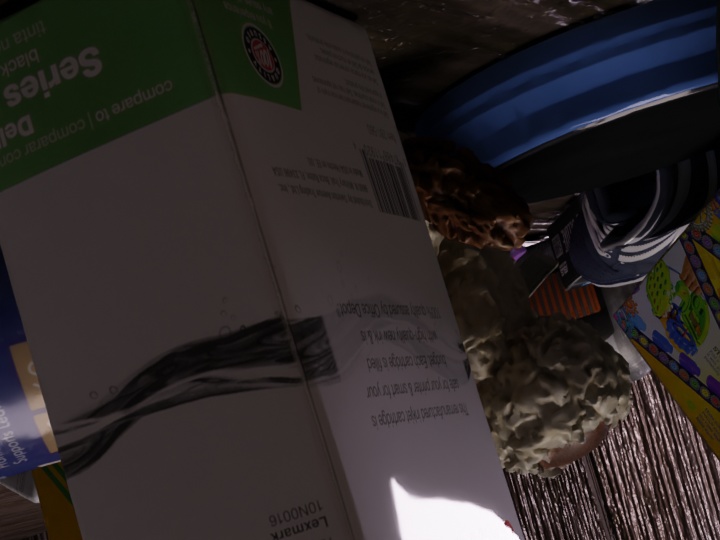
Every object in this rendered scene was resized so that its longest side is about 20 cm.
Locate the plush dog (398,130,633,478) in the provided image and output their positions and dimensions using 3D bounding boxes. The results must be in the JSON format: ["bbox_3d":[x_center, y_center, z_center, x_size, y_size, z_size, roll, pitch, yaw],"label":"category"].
[{"bbox_3d":[0.000,0.000,0.700,0.198,0.162,0.172,-13,144,14],"label":"plush dog"}]

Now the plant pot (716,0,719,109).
[{"bbox_3d":[0.228,-0.057,0.579,0.186,0.203,0.200,-10,175,24],"label":"plant pot"}]

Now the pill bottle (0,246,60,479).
[{"bbox_3d":[-0.176,0.029,0.567,0.198,0.112,0.111,-16,172,-5],"label":"pill bottle"}]

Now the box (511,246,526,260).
[{"bbox_3d":[0.017,0.034,0.973,0.137,0.039,0.200,-46,172,18],"label":"box"}]

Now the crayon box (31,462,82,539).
[{"bbox_3d":[-0.100,0.082,0.765,0.050,0.202,0.127,-19,172,16],"label":"crayon box"}]

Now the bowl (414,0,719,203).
[{"bbox_3d":[0.124,-0.075,0.751,0.198,0.040,0.201,-17,172,-2],"label":"bowl"}]

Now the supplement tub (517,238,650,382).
[{"bbox_3d":[0.141,0.041,1.271,0.198,0.124,0.122,-18,172,12],"label":"supplement tub"}]

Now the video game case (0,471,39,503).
[{"bbox_3d":[-0.152,0.087,0.938,0.181,0.022,0.199,18,-170,42],"label":"video game case"}]

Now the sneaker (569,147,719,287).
[{"bbox_3d":[0.145,-0.036,0.939,0.108,0.071,0.200,-18,167,-30],"label":"sneaker"}]

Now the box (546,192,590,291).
[{"bbox_3d":[0.238,-0.048,1.128,0.198,0.050,0.158,-15,172,-8],"label":"box"}]

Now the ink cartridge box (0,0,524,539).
[{"bbox_3d":[-0.028,0.022,0.501,0.084,0.202,0.146,-20,171,20],"label":"ink cartridge box"}]

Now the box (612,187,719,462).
[{"bbox_3d":[0.269,-0.014,0.861,0.199,0.122,0.193,-28,163,-27],"label":"box"}]
